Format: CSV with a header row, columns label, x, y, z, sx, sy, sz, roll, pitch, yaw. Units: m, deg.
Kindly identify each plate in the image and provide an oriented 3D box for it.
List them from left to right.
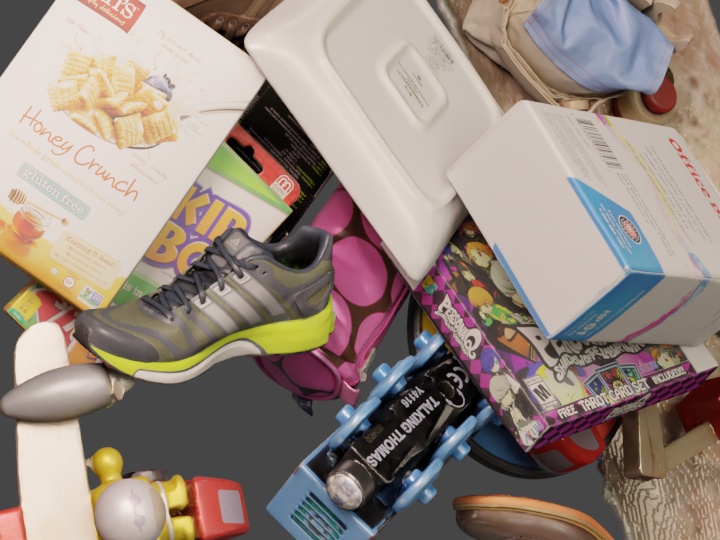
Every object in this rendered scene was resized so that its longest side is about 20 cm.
label,x,y,z,sx,sy,sz,roll,pitch,yaw
plate,0.027,-0.121,1.626,0.200,0.032,0.200,53,37,-10

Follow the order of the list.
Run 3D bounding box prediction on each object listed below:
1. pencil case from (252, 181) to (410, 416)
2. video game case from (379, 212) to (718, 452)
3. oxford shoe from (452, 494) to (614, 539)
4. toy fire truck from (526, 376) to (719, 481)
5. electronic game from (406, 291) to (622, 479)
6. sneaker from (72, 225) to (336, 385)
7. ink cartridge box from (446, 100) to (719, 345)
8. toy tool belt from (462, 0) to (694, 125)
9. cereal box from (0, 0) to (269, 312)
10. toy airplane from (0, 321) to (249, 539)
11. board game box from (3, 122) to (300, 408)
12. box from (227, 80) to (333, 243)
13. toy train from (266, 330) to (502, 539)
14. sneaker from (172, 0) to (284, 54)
label,x,y,z,sx,sy,sz,roll,pitch,yaw
pencil case,0.000,0.000,1.679,0.093,0.091,0.201,24,61,15
video game case,0.134,0.025,1.667,0.199,0.036,0.182,-14,62,-45
oxford shoe,0.147,0.217,1.719,0.199,0.071,0.073,26,69,-24
toy fire truck,0.201,0.103,1.759,0.200,0.049,0.141,-43,107,-38
electronic game,0.121,0.055,1.765,0.199,0.042,0.201,10,71,-29
sneaker,-0.097,0.015,1.531,0.199,0.074,0.081,-14,125,-39
ink cartridge box,0.173,-0.029,1.627,0.199,0.085,0.145,4,50,-51
toy tool belt,0.186,-0.177,1.824,0.199,0.123,0.125,30,62,-22
cereal box,-0.172,-0.088,1.551,0.143,0.040,0.201,34,82,-3
toy airplane,-0.176,0.159,1.489,0.200,0.141,0.200,43,59,-15
board game box,-0.134,-0.014,1.590,0.096,0.030,0.200,45,79,-13
box,-0.116,-0.100,1.660,0.200,0.047,0.194,44,60,-15
toy train,0.025,0.115,1.620,0.087,0.114,0.200,44,42,4
sneaker,-0.067,-0.177,1.644,0.199,0.070,0.076,-14,84,-36
